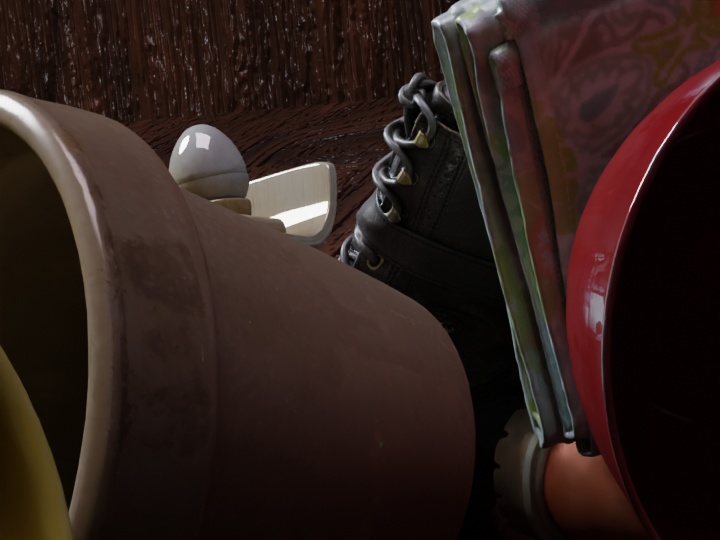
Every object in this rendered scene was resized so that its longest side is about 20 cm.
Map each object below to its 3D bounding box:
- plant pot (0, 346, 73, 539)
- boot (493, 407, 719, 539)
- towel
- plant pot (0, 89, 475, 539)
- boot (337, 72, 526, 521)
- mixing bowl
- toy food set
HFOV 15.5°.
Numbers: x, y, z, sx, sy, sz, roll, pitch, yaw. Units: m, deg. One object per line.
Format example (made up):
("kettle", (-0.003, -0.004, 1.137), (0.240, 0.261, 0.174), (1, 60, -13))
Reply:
("plant pot", (-0.204, 0.089, 0.659), (0.189, 0.201, 0.201), (-18, 0, 36))
("boot", (0.157, 0.061, 0.968), (0.200, 0.075, 0.107), (-22, 20, -36))
("towel", (0.131, -0.043, 0.904), (0.200, 0.171, 0.048), (-20, 19, -17))
("plant pot", (-0.061, 0.051, 0.854), (0.175, 0.200, 0.200), (8, -1, -35))
("boot", (0.000, 0.000, 0.960), (0.200, 0.174, 0.069), (12, 38, -13))
("mixing bowl", (0.141, 0.010, 0.832), (0.200, 0.200, 0.108), (-9, 12, -20))
("toy food set", (-0.119, -0.025, 1.040), (0.143, 0.060, 0.200), (-15, -12, 31))
